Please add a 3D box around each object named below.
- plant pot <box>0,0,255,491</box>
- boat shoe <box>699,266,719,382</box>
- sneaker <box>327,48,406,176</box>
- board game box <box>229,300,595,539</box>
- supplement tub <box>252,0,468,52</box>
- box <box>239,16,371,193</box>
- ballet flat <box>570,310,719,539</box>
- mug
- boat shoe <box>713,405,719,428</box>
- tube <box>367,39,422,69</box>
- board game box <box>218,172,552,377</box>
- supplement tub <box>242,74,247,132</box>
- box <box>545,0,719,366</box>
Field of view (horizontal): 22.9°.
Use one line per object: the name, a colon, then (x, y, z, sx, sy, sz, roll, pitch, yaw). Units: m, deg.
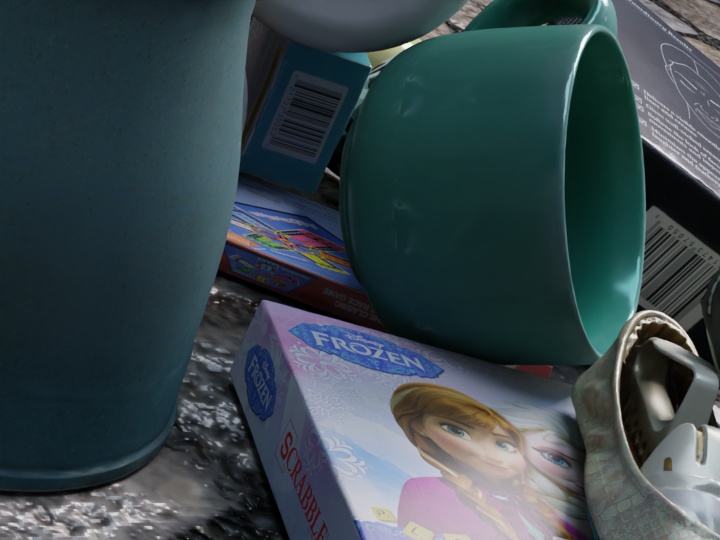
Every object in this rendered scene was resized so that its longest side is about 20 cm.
plant pot: (-0.131, -0.054, 0.652, 0.199, 0.188, 0.200, 21, 21, -8)
boat shoe: (0.187, 0.081, 0.693, 0.060, 0.072, 0.202, 60, 11, -71)
sneaker: (0.044, -0.091, 0.981, 0.074, 0.088, 0.200, 55, -18, -26)
board game box: (0.061, 0.098, 0.706, 0.199, 0.041, 0.200, 16, 22, -24)
supplement tub: (-0.001, -0.189, 0.878, 0.144, 0.145, 0.200, 23, 13, -3)
box: (-0.047, -0.128, 1.008, 0.049, 0.082, 0.200, 16, 26, -19)
ballet flat: (0.119, 0.072, 0.684, 0.067, 0.062, 0.200, 22, 21, -14)
mug: (0.063, -0.040, 0.826, 0.114, 0.153, 0.185, -1, 25, 22)
boat shoe: (0.203, 0.118, 0.777, 0.065, 0.075, 0.202, 1, 24, -39)
tube: (0.062, -0.108, 1.191, 0.200, 0.052, 0.058, 31, 57, -27)
board game box: (0.000, 0.000, 0.908, 0.199, 0.019, 0.103, 22, 19, -8)
supplement tub: (-0.128, -0.109, 0.849, 0.144, 0.145, 0.200, 19, 21, -14)
box: (0.158, -0.051, 0.992, 0.148, 0.107, 0.200, 35, 29, -18)
